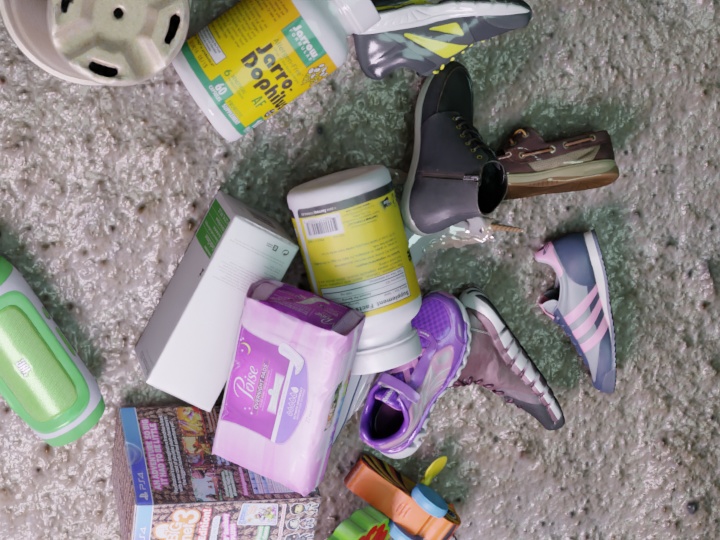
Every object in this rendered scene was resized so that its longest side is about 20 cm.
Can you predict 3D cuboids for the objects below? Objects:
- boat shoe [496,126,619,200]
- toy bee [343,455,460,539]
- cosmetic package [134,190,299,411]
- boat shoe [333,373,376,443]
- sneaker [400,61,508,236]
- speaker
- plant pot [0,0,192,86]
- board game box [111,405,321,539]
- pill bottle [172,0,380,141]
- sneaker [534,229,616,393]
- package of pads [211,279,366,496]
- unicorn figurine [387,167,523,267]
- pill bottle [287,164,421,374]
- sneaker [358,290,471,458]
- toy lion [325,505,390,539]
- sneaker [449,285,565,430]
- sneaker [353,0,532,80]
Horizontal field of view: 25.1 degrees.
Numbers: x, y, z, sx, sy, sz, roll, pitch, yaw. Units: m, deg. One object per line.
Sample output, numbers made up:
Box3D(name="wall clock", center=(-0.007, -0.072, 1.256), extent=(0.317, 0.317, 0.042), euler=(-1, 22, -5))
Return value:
Box3D(name="boat shoe", center=(0.186, -0.123, 1.795), extent=(0.197, 0.072, 0.073), euler=(-6, 79, -4))
Box3D(name="toy bee", center=(0.069, 0.287, 1.877), extent=(0.130, 0.109, 0.201), euler=(-31, 92, 11))
Box3D(name="cosmetic package", center=(-0.154, 0.032, 1.714), extent=(0.084, 0.108, 0.201), euler=(27, 97, -22))
Box3D(name="boat shoe", center=(-0.017, 0.132, 1.807), extent=(0.065, 0.074, 0.201), euler=(6, 119, -45))
Box3D(name="sneaker", center=(0.113, -0.134, 1.701), extent=(0.075, 0.105, 0.202), euler=(29, 62, -42))
Box3D(name="speaker", center=(-0.349, 0.084, 1.685), extent=(0.088, 0.088, 0.201), euler=(-33, 113, -4))
Box3D(name="plant pot", center=(-0.243, -0.260, 1.551), extent=(0.198, 0.184, 0.203), euler=(-5, 108, -15))
Box3D(name="board game box", center=(-0.158, 0.231, 1.738), extent=(0.198, 0.160, 0.098), euler=(0, 124, -16))
Box3D(name="pill bottle", center=(-0.082, -0.230, 1.637), extent=(0.199, 0.113, 0.113), euler=(-35, 114, 4))
Box3D(name="sneaker", center=(0.250, 0.052, 1.871), extent=(0.081, 0.070, 0.202), euler=(-10, 108, 5))
Box3D(name="package of pads", center=(-0.077, 0.118, 1.656), extent=(0.119, 0.076, 0.202), euler=(21, 115, 14))
Box3D(name="unicorn figurine", center=(0.058, -0.042, 1.778), extent=(0.137, 0.074, 0.200), euler=(41, 112, -20))
Box3D(name="pill bottle", center=(0.000, 0.000, 1.689), extent=(0.111, 0.112, 0.202), euler=(-16, 100, -11))
Box3D(name="sneaker", center=(0.054, 0.118, 1.782), extent=(0.088, 0.080, 0.202), euler=(1, 115, -63))
Box3D(name="toy lion", center=(-0.023, 0.352, 1.817), extent=(0.068, 0.200, 0.193), euler=(32, 93, 20))
Box3D(name="sneaker", center=(0.141, 0.124, 1.857), extent=(0.115, 0.076, 0.201), euler=(-35, 103, 2))
Box3D(name="sneaker", center=(0.084, -0.251, 1.720), extent=(0.197, 0.075, 0.086), euler=(-6, 115, -5))
